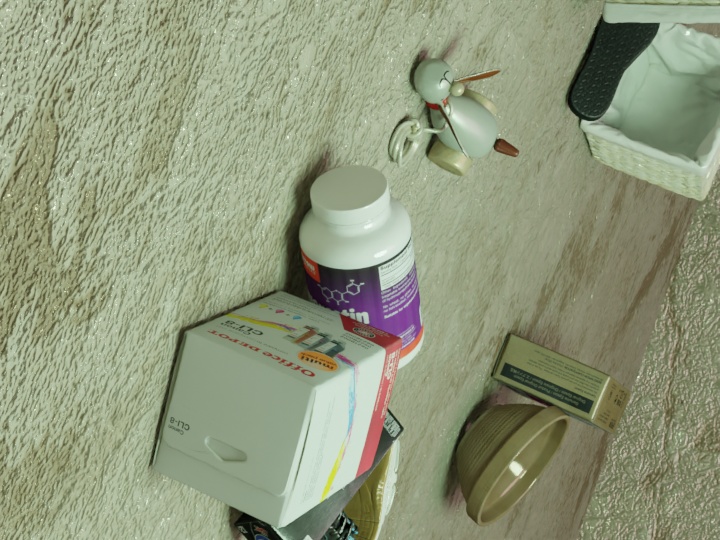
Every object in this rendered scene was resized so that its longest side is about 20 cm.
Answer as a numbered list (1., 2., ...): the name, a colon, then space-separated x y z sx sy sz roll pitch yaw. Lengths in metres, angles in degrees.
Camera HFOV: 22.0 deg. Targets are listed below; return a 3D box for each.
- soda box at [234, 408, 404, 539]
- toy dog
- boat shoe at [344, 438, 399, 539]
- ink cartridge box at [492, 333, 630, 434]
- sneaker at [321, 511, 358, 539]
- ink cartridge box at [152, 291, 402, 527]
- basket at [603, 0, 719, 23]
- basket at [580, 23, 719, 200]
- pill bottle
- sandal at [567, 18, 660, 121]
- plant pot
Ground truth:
1. soda box: -0.042 0.217 1.960 0.063 0.071 0.200 50 57 -15
2. toy dog: 0.119 -0.163 2.034 0.200 0.096 0.133 -7 116 -68
3. boat shoe: 0.010 0.270 2.212 0.069 0.070 0.202 7 102 -68
4. ink cartridge box: 0.298 0.169 2.724 0.076 0.164 0.200 -67 159 -3
5. sneaker: -0.038 0.272 2.073 0.073 0.081 0.201 -55 154 -26
6. ink cartridge box: -0.075 0.125 1.739 0.200 0.144 0.146 -25 133 -63
7. basket: 0.430 -0.413 2.410 0.198 0.198 0.162 -32 121 -59
8. basket: 0.447 -0.234 2.673 0.199 0.199 0.161 -65 162 -10
9. pill bottle: 0.000 0.000 1.841 0.113 0.112 0.201 -50 143 -42
10. sandal: 0.342 -0.294 2.551 0.201 0.075 0.048 -56 -177 -14
11. plant pot: 0.200 0.257 2.630 0.201 0.093 0.201 -42 156 -23
